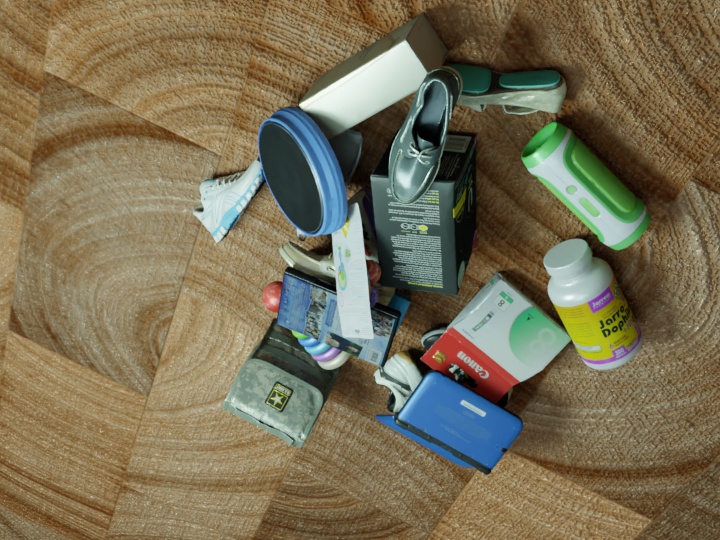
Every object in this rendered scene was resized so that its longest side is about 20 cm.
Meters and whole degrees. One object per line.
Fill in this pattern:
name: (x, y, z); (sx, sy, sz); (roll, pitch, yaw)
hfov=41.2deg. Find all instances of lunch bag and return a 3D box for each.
lunch bag: (-0.140, 0.212, 1.741); (0.164, 0.200, 0.118); (28, 131, -1)

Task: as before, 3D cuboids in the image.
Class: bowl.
bowl: (-0.091, -0.145, 1.437); (0.201, 0.039, 0.201); (44, 149, 36)

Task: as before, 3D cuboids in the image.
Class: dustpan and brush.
dustpan and brush: (-0.078, -0.139, 1.542); (0.139, 0.057, 0.201); (16, 129, 8)

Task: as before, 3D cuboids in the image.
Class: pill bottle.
pill bottle: (0.359, 0.051, 1.497); (0.104, 0.104, 0.200); (-17, 118, 30)

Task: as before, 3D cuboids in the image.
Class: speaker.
speaker: (0.327, -0.122, 1.389); (0.200, 0.089, 0.088); (42, 128, -13)

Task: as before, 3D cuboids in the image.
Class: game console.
game console: (0.153, 0.262, 1.676); (0.199, 0.118, 0.171); (30, 105, -13)

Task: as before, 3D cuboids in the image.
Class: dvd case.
dvd case: (-0.039, 0.077, 1.563); (0.199, 0.018, 0.143); (22, 140, 7)

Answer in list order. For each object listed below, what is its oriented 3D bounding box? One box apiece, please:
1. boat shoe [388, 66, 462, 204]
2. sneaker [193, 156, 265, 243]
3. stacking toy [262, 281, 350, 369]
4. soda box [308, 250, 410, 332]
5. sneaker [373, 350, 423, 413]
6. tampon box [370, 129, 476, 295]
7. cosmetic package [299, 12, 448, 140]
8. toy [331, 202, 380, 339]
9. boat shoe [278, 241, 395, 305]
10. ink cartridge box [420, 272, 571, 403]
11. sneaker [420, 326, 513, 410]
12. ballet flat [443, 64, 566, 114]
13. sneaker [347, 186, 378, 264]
boat shoe: (0.080, -0.177, 1.293); (0.073, 0.062, 0.201); (24, 113, 7)
sneaker: (-0.222, -0.131, 1.598); (0.087, 0.075, 0.200); (40, 129, -5)
stacking toy: (-0.099, 0.089, 1.680); (0.085, 0.086, 0.200); (-23, 129, 33)
soda box: (-0.017, 0.038, 1.637); (0.199, 0.064, 0.068); (25, 97, 2)
sneaker: (0.095, 0.242, 1.743); (0.087, 0.076, 0.200); (-32, 104, 0)
tampon box: (0.102, -0.089, 1.455); (0.126, 0.150, 0.201); (7, 128, 17)
cosmetic package: (0.019, -0.276, 1.376); (0.199, 0.104, 0.073); (-26, 113, 32)
toy: (0.000, 0.000, 1.458); (0.115, 0.047, 0.201); (175, 86, -67)
boat shoe: (-0.038, 0.000, 1.563); (0.199, 0.072, 0.065); (31, 103, 2)
ink cartridge box: (0.224, 0.128, 1.593); (0.161, 0.050, 0.200); (38, 101, -11)
sneaker: (0.189, 0.176, 1.668); (0.200, 0.083, 0.072); (36, 129, -8)
ballet flat: (0.190, -0.249, 1.359); (0.199, 0.068, 0.063); (7, 138, 16)
sneaker: (0.024, -0.053, 1.565); (0.080, 0.084, 0.200); (23, 148, 28)
